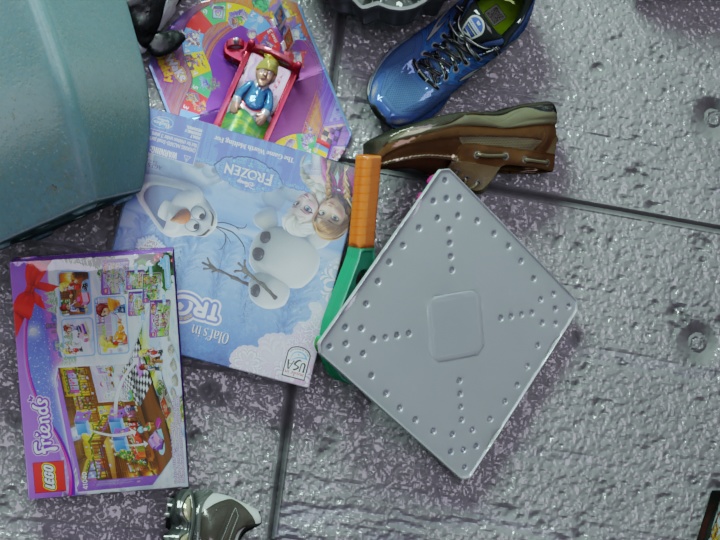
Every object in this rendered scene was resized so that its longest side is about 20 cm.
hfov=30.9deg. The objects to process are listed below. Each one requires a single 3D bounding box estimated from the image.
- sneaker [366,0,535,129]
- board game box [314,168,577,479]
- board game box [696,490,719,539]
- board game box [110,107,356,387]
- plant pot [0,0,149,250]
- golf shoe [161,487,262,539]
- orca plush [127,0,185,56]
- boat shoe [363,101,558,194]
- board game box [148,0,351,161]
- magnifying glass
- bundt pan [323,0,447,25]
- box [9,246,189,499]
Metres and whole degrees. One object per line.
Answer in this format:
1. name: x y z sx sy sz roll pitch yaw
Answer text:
1. sneaker: 0.085 -0.211 1.207 0.200 0.089 0.079 -43 90 -12
2. board game box: 0.079 0.048 1.160 0.200 0.026 0.201 42 74 -24
3. board game box: 0.313 0.294 1.157 0.023 0.105 0.202 23 78 -9
4. board game box: -0.116 -0.019 1.146 0.197 0.043 0.202 14 89 -8
5. plant pot: -0.277 -0.130 1.054 0.194 0.196 0.202 -22 93 14
6. golf shoe: -0.129 0.287 1.090 0.093 0.078 0.203 8 80 -9
7. orca plush: -0.185 -0.257 1.167 0.199 0.071 0.106 -31 77 -13
8. boat shoe: 0.100 -0.106 1.191 0.197 0.075 0.075 -11 92 -23
9. board game box: -0.099 -0.164 1.189 0.156 0.039 0.202 -21 84 -13
10. magnifying glass: 0.000 0.000 1.147 0.079 0.022 0.203 -7 103 -49
11. bundt pan: 0.024 -0.316 1.209 0.199 0.076 0.205 0 74 -1
12. box: -0.218 0.085 1.095 0.135 0.039 0.203 -3 97 -7
